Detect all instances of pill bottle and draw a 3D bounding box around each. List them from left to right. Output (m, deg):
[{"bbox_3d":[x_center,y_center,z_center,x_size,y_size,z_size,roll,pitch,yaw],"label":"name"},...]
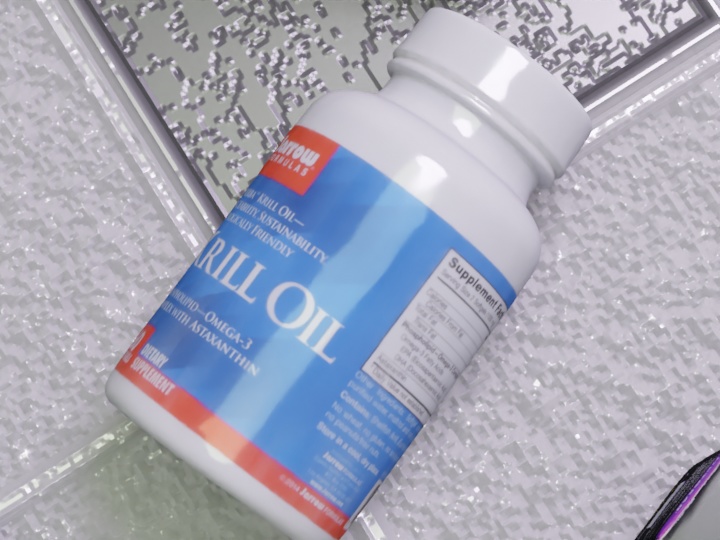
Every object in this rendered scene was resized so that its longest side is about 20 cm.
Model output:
[{"bbox_3d":[0.000,0.000,0.815,0.112,0.112,0.200,35,84,8],"label":"pill bottle"}]

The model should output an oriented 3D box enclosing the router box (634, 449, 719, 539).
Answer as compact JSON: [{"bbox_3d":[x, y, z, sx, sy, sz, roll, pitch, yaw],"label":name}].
[{"bbox_3d":[0.195,0.144,0.762,0.200,0.149,0.051,36,84,9],"label":"router box"}]
